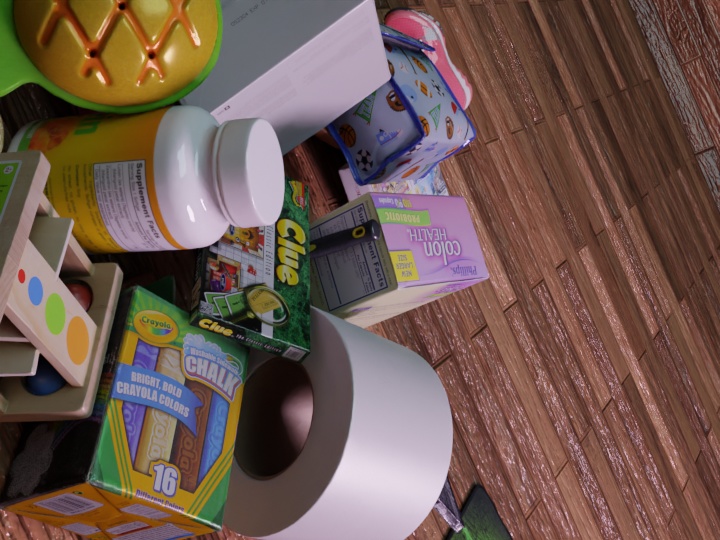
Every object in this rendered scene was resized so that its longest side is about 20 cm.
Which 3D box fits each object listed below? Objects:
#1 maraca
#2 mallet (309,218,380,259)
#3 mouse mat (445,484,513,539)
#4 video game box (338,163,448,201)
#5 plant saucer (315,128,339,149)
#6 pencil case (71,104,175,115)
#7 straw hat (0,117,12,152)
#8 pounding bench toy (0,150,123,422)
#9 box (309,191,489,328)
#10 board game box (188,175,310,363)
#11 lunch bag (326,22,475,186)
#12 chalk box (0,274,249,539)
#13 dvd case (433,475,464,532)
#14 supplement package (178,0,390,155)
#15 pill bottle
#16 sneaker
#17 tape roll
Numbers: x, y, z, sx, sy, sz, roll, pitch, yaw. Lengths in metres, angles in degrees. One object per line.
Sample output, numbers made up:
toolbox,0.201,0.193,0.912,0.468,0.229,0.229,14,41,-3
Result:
maraca,-0.200,-0.185,0.648,0.198,0.107,0.139,-3,92,-18
mallet,-0.069,-0.023,0.853,0.041,0.199,0.067,14,57,-55
mouse mat,0.168,0.391,1.105,0.201,0.007,0.161,61,35,-11
video game box,0.058,-0.084,1.161,0.200,0.046,0.184,-44,121,-54
plant saucer,-0.042,-0.244,1.150,0.199,0.037,0.202,30,49,-41
pencil case,-0.223,-0.147,0.812,0.091,0.093,0.202,-22,87,-56
straw hat,-0.319,-0.107,0.665,0.200,0.085,0.203,29,51,-42
pounding bench toy,-0.290,0.023,0.612,0.157,0.198,0.125,74,16,-54
box,0.000,0.000,0.930,0.175,0.199,0.098,-4,75,-53
board game box,-0.092,-0.020,0.769,0.104,0.023,0.201,24,41,-28
lunch bag,0.027,-0.215,1.032,0.201,0.123,0.170,60,27,9
chalk box,-0.177,0.102,0.705,0.124,0.124,0.202,36,47,-36
dvd case,0.042,0.183,0.988,0.200,0.016,0.149,51,10,-23
supplement package,-0.092,-0.222,0.855,0.148,0.190,0.200,56,1,10
pill bottle,-0.167,-0.072,0.701,0.111,0.198,0.112,-3,90,-76
sneaker,0.104,-0.311,1.349,0.200,0.073,0.087,49,40,-24
tape roll,-0.035,0.147,0.803,0.139,0.202,0.205,27,51,-42
